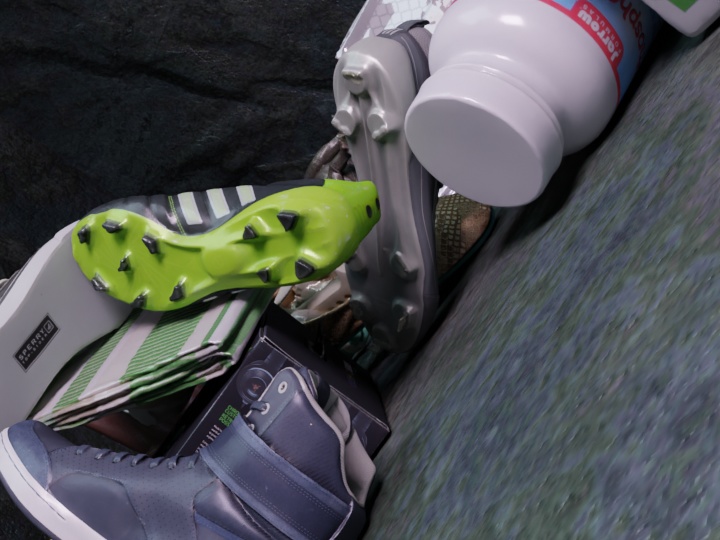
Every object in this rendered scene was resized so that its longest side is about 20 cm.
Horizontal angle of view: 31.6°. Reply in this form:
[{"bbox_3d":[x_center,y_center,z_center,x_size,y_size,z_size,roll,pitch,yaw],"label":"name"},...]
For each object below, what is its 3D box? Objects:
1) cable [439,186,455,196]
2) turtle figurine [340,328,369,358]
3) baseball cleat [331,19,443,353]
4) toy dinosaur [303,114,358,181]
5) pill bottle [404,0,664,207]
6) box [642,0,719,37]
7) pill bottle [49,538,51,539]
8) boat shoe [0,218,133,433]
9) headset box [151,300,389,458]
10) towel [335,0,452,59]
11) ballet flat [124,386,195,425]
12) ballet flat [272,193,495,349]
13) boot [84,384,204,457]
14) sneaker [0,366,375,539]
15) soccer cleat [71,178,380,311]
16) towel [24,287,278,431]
[{"bbox_3d":[0.045,-0.059,0.975,0.200,0.069,0.200,-55,5,1],"label":"cable"},{"bbox_3d":[-0.071,0.057,1.025,0.200,0.149,0.101,-42,-29,-78],"label":"turtle figurine"},{"bbox_3d":[0.036,-0.049,0.766,0.106,0.070,0.201,-33,-49,-39],"label":"baseball cleat"},{"bbox_3d":[-0.021,-0.080,1.143,0.102,0.077,0.200,-56,40,24],"label":"toy dinosaur"},{"bbox_3d":[0.106,-0.135,0.709,0.200,0.109,0.109,-58,6,-28],"label":"pill bottle"},{"bbox_3d":[0.155,-0.265,0.596,0.200,0.199,0.171,-60,8,-34],"label":"box"},{"bbox_3d":[-0.241,0.277,1.193,0.111,0.111,0.200,-54,6,6],"label":"pill bottle"},{"bbox_3d":[-0.205,0.032,0.774,0.064,0.071,0.200,-6,32,34],"label":"boat shoe"},{"bbox_3d":[-0.072,0.121,0.777,0.200,0.093,0.174,-53,6,4],"label":"headset box"},{"bbox_3d":[0.088,-0.188,0.865,0.032,0.191,0.200,15,-71,-51],"label":"towel"},{"bbox_3d":[-0.149,0.073,0.879,0.070,0.069,0.200,-56,26,-14],"label":"ballet flat"},{"bbox_3d":[0.000,0.000,0.849,0.200,0.065,0.071,-39,28,31],"label":"ballet flat"},{"bbox_3d":[-0.174,0.140,0.966,0.064,0.200,0.187,-50,7,46],"label":"boot"},{"bbox_3d":[-0.086,0.097,0.647,0.146,0.202,0.077,-55,-30,-5],"label":"sneaker"},{"bbox_3d":[-0.079,-0.019,0.733,0.199,0.068,0.081,-3,18,33],"label":"soccer cleat"},{"bbox_3d":[-0.136,0.048,0.782,0.200,0.023,0.153,-25,20,25],"label":"towel"}]
